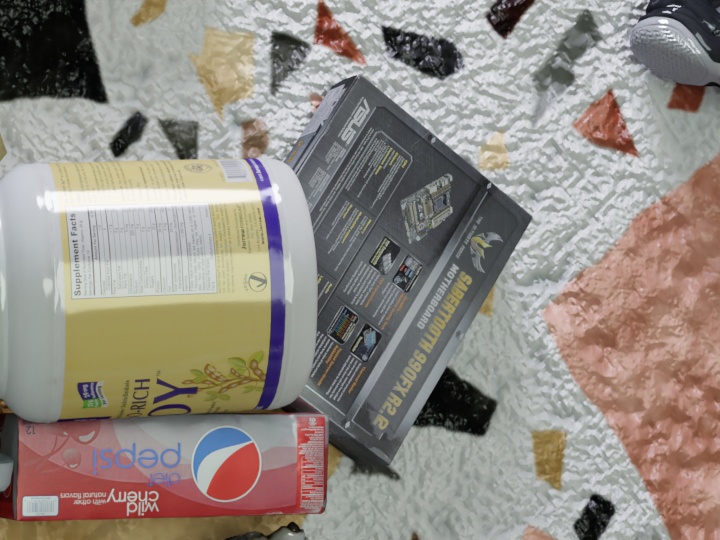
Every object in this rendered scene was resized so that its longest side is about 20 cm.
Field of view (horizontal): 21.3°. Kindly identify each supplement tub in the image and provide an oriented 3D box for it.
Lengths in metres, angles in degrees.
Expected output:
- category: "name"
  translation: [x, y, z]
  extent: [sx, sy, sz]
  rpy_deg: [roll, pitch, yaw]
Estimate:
- category: "supplement tub"
  translation: [-0.134, 0.011, 1.086]
  extent: [0.198, 0.145, 0.147]
  rpy_deg: [-3, 86, -15]

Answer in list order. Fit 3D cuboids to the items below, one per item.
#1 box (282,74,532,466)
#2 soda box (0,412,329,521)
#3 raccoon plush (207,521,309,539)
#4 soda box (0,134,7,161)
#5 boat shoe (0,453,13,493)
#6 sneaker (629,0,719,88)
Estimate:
- category: "box"
  translation: [0.000, 0.000, 1.242]
  extent: [0.158, 0.048, 0.201]
  rpy_deg: [37, 71, -18]
- category: "soda box"
  translation: [-0.121, 0.117, 1.160]
  extent: [0.198, 0.070, 0.064]
  rpy_deg: [3, 85, -25]
- category: "raccoon plush"
  translation: [-0.058, 0.256, 1.170]
  extent: [0.133, 0.097, 0.202]
  rpy_deg: [18, 77, -15]
- category: "soda box"
  translation: [-0.287, -0.020, 1.086]
  extent: [0.064, 0.068, 0.201]
  rpy_deg: [30, 70, 11]
- category: "boat shoe"
  translation: [-0.295, 0.124, 1.068]
  extent: [0.197, 0.074, 0.069]
  rpy_deg: [4, 93, -15]
- category: "sneaker"
  translation: [0.294, -0.175, 1.385]
  extent: [0.199, 0.075, 0.115]
  rpy_deg: [20, 79, -20]
